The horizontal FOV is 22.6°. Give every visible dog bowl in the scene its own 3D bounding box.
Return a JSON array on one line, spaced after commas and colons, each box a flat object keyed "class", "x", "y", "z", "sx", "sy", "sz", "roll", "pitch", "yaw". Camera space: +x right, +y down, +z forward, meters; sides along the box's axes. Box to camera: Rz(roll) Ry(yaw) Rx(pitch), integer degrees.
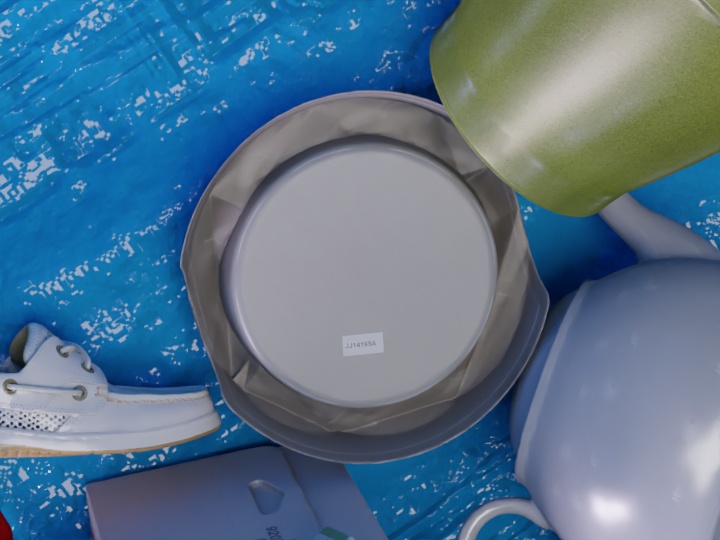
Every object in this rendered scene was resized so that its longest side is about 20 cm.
[{"class": "dog bowl", "x": 0.000, "y": 0.000, "z": 0.970, "sx": 0.199, "sy": 0.059, "sz": 0.201, "roll": -2, "pitch": 103, "yaw": -8}]

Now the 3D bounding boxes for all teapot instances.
[{"class": "teapot", "x": 0.143, "y": 0.078, "z": 0.998, "sx": 0.146, "sy": 0.200, "sz": 0.198, "roll": 18, "pitch": 128, "yaw": 14}]

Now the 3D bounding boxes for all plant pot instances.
[{"class": "plant pot", "x": 0.142, "y": -0.132, "z": 0.903, "sx": 0.200, "sy": 0.201, "sz": 0.193, "roll": 34, "pitch": 126, "yaw": -22}]

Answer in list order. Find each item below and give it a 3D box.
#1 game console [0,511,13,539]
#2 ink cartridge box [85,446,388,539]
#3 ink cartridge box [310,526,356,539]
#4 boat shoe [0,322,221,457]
[{"class": "game console", "x": -0.316, "y": 0.125, "z": 0.952, "sx": 0.172, "sy": 0.119, "sz": 0.200, "roll": -18, "pitch": 113, "yaw": 24}, {"class": "ink cartridge box", "x": -0.060, "y": 0.216, "z": 0.981, "sx": 0.144, "sy": 0.147, "sz": 0.201, "roll": -10, "pitch": 108, "yaw": -12}, {"class": "ink cartridge box", "x": -0.010, "y": 0.247, "z": 0.874, "sx": 0.145, "sy": 0.048, "sz": 0.200, "roll": -38, "pitch": 102, "yaw": -15}, {"class": "boat shoe", "x": -0.168, "y": 0.062, "z": 0.946, "sx": 0.199, "sy": 0.071, "sz": 0.070, "roll": 0, "pitch": 87, "yaw": -27}]
